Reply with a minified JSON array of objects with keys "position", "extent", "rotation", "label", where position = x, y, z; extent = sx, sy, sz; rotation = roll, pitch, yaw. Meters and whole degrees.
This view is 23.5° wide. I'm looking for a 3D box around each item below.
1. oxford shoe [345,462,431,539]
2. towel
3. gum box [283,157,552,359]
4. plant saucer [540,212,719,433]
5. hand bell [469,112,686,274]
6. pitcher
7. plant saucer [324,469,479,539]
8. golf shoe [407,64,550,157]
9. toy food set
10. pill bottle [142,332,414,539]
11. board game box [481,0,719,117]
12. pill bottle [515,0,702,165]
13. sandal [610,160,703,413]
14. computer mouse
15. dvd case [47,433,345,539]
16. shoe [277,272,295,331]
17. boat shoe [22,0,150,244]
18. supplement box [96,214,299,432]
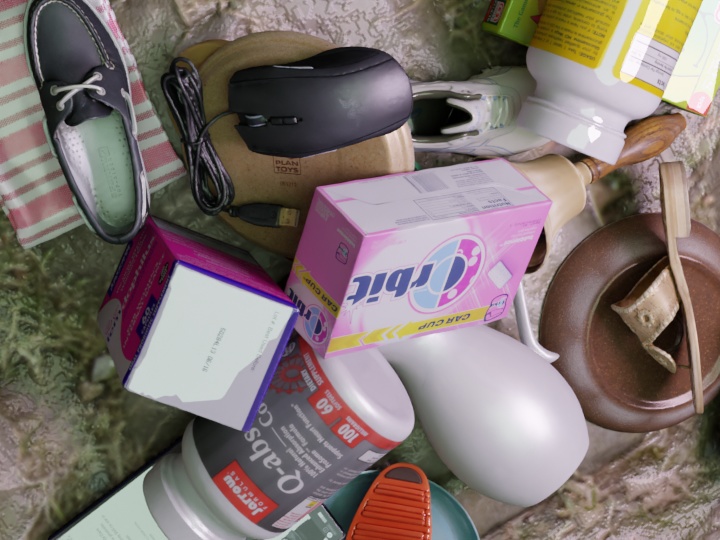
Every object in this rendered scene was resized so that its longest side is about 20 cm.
[{"position":[0.024,0.262,1.464],"extent":[0.071,0.073,0.201],"rotation":[11,86,16],"label":"oxford shoe"},{"position":[-0.238,-0.130,1.341],"extent":[0.146,0.030,0.200],"rotation":[-26,108,-7],"label":"towel"},{"position":[0.047,-0.013,1.316],"extent":[0.200,0.066,0.114],"rotation":[-11,133,-37],"label":"gum box"},{"position":[0.256,0.051,1.508],"extent":[0.200,0.037,0.201],"rotation":[-4,104,-14],"label":"plant saucer"},{"position":[0.193,-0.087,1.438],"extent":[0.200,0.104,0.104],"rotation":[-29,109,-26],"label":"hand bell"},{"position":[0.111,0.081,1.444],"extent":[0.200,0.121,0.172],"rotation":[46,74,-8],"label":"pitcher"},{"position":[0.008,0.264,1.499],"extent":[0.200,0.027,0.201],"rotation":[-4,105,-14],"label":"plant saucer"},{"position":[0.092,-0.121,1.393],"extent":[0.199,0.097,0.079],"rotation":[-6,103,-15],"label":"golf shoe"},{"position":[-0.051,-0.094,1.343],"extent":[0.199,0.049,0.198],"rotation":[-10,114,25],"label":"toy food set"},{"position":[-0.066,0.137,1.351],"extent":[0.200,0.116,0.116],"rotation":[-40,110,15],"label":"pill bottle"},{"position":[0.212,-0.209,1.427],"extent":[0.200,0.048,0.102],"rotation":[19,98,-18],"label":"board game box"},{"position":[0.197,-0.190,1.343],"extent":[0.112,0.112,0.200],"rotation":[20,97,-18],"label":"pill bottle"},{"position":[0.244,0.016,1.451],"extent":[0.069,0.078,0.212],"rotation":[-5,99,7],"label":"sandal"},{"position":[-0.054,-0.091,1.288],"extent":[0.199,0.046,0.141],"rotation":[-1,116,21],"label":"computer mouse"},{"position":[-0.136,0.221,1.437],"extent":[0.200,0.025,0.150],"rotation":[-37,97,-1],"label":"dvd case"},{"position":[0.000,0.000,1.411],"extent":[0.200,0.070,0.053],"rotation":[-37,106,-4],"label":"shoe"},{"position":[-0.202,-0.117,1.305],"extent":[0.075,0.060,0.200],"rotation":[-21,105,-1],"label":"boat shoe"},{"position":[-0.128,0.034,1.318],"extent":[0.103,0.200,0.101],"rotation":[22,96,-17],"label":"supplement box"}]
